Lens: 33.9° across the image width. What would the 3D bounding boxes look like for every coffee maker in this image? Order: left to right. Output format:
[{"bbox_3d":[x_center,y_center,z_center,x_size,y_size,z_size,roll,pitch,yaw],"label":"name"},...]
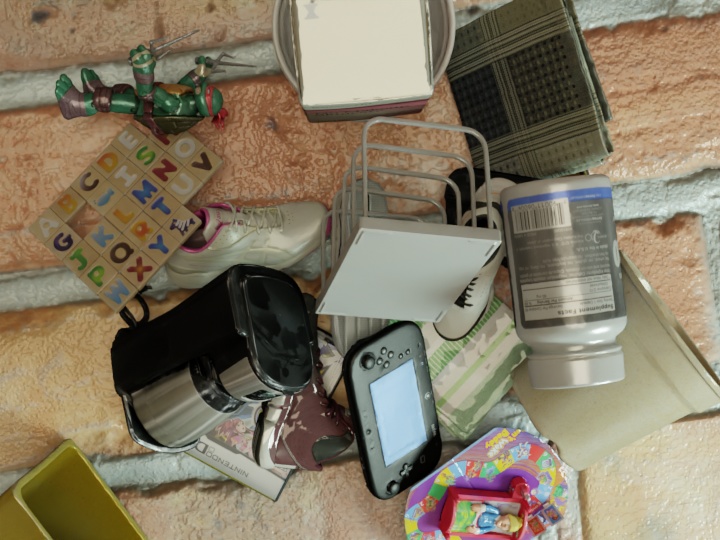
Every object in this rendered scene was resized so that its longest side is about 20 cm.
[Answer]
[{"bbox_3d":[-0.164,0.071,1.241,0.199,0.134,0.194,-30,88,31],"label":"coffee maker"}]

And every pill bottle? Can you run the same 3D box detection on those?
[{"bbox_3d":[0.205,0.012,1.176,0.112,0.114,0.203,-7,89,0],"label":"pill bottle"}]

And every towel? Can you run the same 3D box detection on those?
[{"bbox_3d":[0.095,0.076,1.358,0.200,0.023,0.153,42,92,-3],"label":"towel"},{"bbox_3d":[0.180,-0.191,1.276,0.034,0.199,0.195,-18,92,-38],"label":"towel"}]

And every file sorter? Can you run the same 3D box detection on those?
[{"bbox_3d":[0.041,-0.046,1.191,0.137,0.200,0.126,5,64,-13],"label":"file sorter"}]

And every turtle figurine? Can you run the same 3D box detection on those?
[{"bbox_3d":[-0.219,-0.196,1.279,0.197,0.150,0.102,-2,88,13],"label":"turtle figurine"}]

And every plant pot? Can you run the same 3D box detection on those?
[{"bbox_3d":[-0.363,0.343,1.295,0.199,0.194,0.196,-37,93,8],"label":"plant pot"},{"bbox_3d":[0.272,0.114,1.291,0.183,0.200,0.201,-38,93,12],"label":"plant pot"}]

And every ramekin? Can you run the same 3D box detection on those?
[{"bbox_3d":[0.003,-0.262,1.295,0.197,0.105,0.204,0,93,0],"label":"ramekin"}]

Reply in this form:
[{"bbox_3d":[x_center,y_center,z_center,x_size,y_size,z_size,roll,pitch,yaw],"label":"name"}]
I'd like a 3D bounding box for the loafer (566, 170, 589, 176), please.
[{"bbox_3d":[0.232,-0.080,1.325,0.072,0.072,0.202,-22,94,0],"label":"loafer"}]

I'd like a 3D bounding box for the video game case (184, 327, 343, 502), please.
[{"bbox_3d":[-0.129,0.136,1.359,0.179,0.026,0.202,28,93,-2],"label":"video game case"}]

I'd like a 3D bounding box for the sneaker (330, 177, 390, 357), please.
[{"bbox_3d":[0.000,0.000,1.326,0.072,0.071,0.203,6,86,-12],"label":"sneaker"}]

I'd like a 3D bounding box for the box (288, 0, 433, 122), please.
[{"bbox_3d":[0.001,-0.209,1.146,0.126,0.200,0.111,-5,93,0],"label":"box"}]

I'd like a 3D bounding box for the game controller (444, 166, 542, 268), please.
[{"bbox_3d":[0.178,-0.051,1.293,0.198,0.042,0.106,14,122,34],"label":"game controller"}]

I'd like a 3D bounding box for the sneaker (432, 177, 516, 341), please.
[{"bbox_3d":[0.114,-0.003,1.273,0.073,0.080,0.202,24,123,12],"label":"sneaker"}]

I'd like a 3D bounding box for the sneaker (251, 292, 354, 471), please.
[{"bbox_3d":[-0.046,0.131,1.320,0.114,0.076,0.203,14,99,-11],"label":"sneaker"}]

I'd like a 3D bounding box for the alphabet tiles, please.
[{"bbox_3d":[-0.249,-0.073,1.299,0.167,0.008,0.200,37,80,28],"label":"alphabet tiles"}]

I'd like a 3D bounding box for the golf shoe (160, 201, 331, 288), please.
[{"bbox_3d":[-0.129,-0.041,1.309,0.197,0.092,0.076,-18,57,0],"label":"golf shoe"}]

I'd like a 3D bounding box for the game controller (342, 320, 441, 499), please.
[{"bbox_3d":[0.037,0.154,1.304,0.103,0.042,0.203,-23,120,-21],"label":"game controller"}]

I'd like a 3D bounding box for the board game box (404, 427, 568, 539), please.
[{"bbox_3d":[0.148,0.275,1.335,0.199,0.039,0.159,-35,114,0],"label":"board game box"}]
